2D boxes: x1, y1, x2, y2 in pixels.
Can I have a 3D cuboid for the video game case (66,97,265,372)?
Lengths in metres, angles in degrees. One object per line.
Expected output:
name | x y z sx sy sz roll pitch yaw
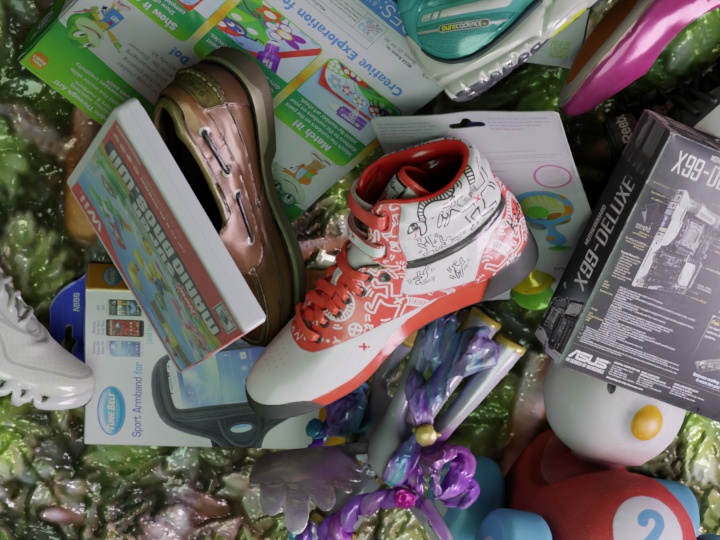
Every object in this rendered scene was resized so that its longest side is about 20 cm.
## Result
video game case | -0.119 -0.015 1.250 0.017 0.200 0.144 -31 90 -18

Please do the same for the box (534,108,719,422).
box | 0.228 0.011 1.291 0.199 0.050 0.159 19 106 -19

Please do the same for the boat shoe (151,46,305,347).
boat shoe | -0.086 -0.032 1.266 0.068 0.072 0.201 -36 129 -36

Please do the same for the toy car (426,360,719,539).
toy car | 0.166 0.111 1.376 0.183 0.177 0.202 9 105 -20

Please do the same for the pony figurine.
pony figurine | 0.024 0.115 1.323 0.166 0.193 0.201 31 94 -9

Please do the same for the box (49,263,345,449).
box | -0.105 0.058 1.392 0.198 0.042 0.120 0 118 -6

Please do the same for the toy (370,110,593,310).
toy | 0.089 -0.049 1.311 0.114 0.047 0.201 -1 144 19

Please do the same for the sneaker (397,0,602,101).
sneaker | 0.110 -0.181 1.209 0.200 0.077 0.080 -37 92 -10

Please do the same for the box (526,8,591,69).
box | 0.078 -0.224 1.258 0.143 0.036 0.201 6 119 -7

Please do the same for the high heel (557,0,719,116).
high heel | 0.210 -0.147 1.273 0.096 0.067 0.200 44 83 -13

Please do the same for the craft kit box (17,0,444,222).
craft kit box | -0.068 -0.133 1.266 0.200 0.049 0.197 38 121 -21

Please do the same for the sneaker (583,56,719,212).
sneaker | 0.208 -0.087 1.317 0.097 0.071 0.201 27 114 -19

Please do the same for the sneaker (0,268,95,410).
sneaker | -0.247 0.018 1.337 0.199 0.075 0.081 33 97 -8

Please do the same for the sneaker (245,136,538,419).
sneaker | 0.000 -0.001 1.251 0.200 0.067 0.108 -30 131 3
